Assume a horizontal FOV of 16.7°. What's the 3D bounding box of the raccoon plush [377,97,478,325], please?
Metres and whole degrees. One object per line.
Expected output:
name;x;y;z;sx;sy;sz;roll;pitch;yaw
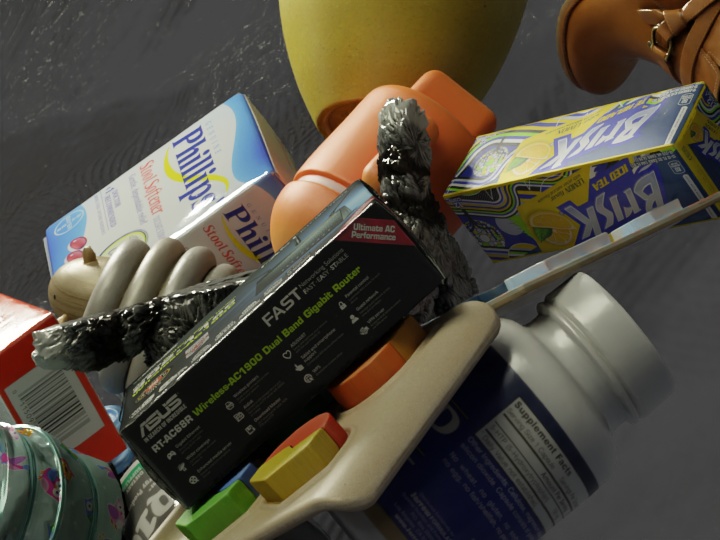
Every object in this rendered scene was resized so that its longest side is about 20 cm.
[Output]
raccoon plush;0.000;0.000;1.641;0.133;0.097;0.201;-16;61;31

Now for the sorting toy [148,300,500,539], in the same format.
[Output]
sorting toy;-0.032;0.096;1.364;0.199;0.037;0.185;-27;16;43

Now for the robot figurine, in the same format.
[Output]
robot figurine;0.014;-0.050;1.751;0.143;0.117;0.200;6;48;52

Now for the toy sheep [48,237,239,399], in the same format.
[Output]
toy sheep;-0.127;0.044;1.722;0.138;0.199;0.139;19;-90;-86

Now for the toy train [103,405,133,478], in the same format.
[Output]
toy train;-0.197;0.165;1.667;0.113;0.087;0.200;-19;27;1

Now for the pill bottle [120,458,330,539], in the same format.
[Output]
pill bottle;-0.075;0.182;1.474;0.113;0.113;0.200;-40;26;-7

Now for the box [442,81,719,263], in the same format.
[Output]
box;0.157;-0.063;1.638;0.199;0.070;0.064;-12;37;42

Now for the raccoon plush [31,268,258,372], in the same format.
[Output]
raccoon plush;-0.095;0.078;1.548;0.198;0.135;0.097;-13;4;6

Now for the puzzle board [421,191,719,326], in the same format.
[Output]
puzzle board;0.113;0.004;1.503;0.199;0.017;0.150;-24;-5;-43

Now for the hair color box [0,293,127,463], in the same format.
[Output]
hair color box;-0.244;0.074;1.667;0.064;0.111;0.200;-36;24;-22

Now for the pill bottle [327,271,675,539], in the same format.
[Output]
pill bottle;0.078;0.098;1.411;0.200;0.120;0.120;-40;25;-6

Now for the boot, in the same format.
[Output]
boot;0.213;-0.156;1.704;0.073;0.201;0.155;-21;57;-24

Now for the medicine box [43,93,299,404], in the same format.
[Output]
medicine box;-0.132;-0.017;1.892;0.199;0.103;0.182;-36;25;5

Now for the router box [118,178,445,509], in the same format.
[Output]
router box;-0.048;0.038;1.417;0.200;0.062;0.150;-42;7;1

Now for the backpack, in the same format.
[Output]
backpack;-0.239;0.177;1.497;0.199;0.126;0.168;-26;58;28

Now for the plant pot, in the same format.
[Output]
plant pot;0.025;-0.170;1.883;0.199;0.200;0.143;-14;57;39
